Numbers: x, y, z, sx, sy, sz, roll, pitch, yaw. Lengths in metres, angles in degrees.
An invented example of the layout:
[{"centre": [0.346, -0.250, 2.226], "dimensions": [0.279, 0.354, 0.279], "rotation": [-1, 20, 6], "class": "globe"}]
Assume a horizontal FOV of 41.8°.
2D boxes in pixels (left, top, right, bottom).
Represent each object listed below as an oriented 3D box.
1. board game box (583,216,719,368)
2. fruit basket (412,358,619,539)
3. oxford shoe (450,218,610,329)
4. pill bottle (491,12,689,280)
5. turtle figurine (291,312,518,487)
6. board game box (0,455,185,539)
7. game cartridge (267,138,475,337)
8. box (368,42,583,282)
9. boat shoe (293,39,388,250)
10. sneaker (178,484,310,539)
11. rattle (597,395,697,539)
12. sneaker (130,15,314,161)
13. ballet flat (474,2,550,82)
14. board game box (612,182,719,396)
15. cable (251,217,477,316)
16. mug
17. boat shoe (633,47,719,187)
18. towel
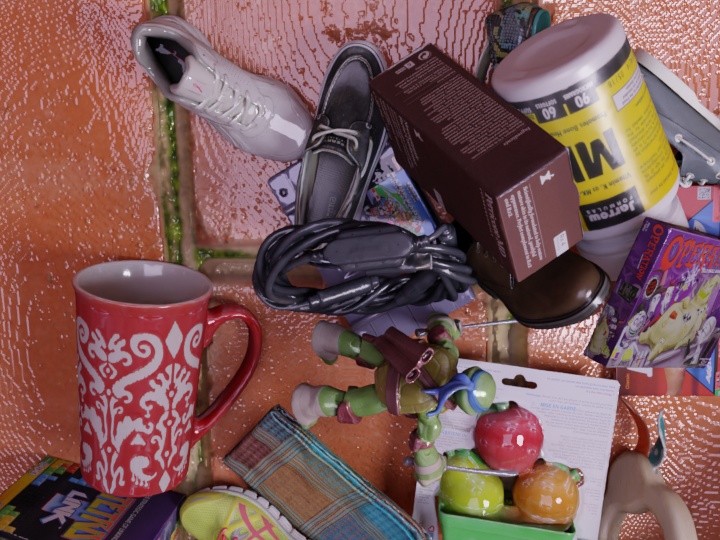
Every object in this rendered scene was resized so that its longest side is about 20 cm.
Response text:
[{"centre": [0.269, 0.025, 0.797], "dimensions": [0.032, 0.198, 0.122], "rotation": [27, 104, 40], "class": "board game box"}, {"centre": [0.147, 0.192, 0.920], "dimensions": [0.182, 0.094, 0.203], "rotation": [6, 93, 6], "class": "fruit basket"}, {"centre": [0.132, -0.006, 0.806], "dimensions": [0.073, 0.199, 0.084], "rotation": [-50, 118, -8], "class": "oxford shoe"}, {"centre": [0.199, -0.099, 0.792], "dimensions": [0.113, 0.115, 0.201], "rotation": [-26, 115, 12], "class": "pill bottle"}, {"centre": [0.050, 0.114, 0.863], "dimensions": [0.191, 0.199, 0.146], "rotation": [5, 98, 30], "class": "turtle figurine"}, {"centre": [-0.280, 0.262, 0.925], "dimensions": [0.163, 0.200, 0.058], "rotation": [13, 102, 3], "class": "board game box"}, {"centre": [0.013, -0.032, 0.910], "dimensions": [0.129, 0.038, 0.202], "rotation": [-28, 97, 16], "class": "game cartridge"}, {"centre": [0.093, -0.094, 0.781], "dimensions": [0.074, 0.200, 0.101], "rotation": [-33, 136, -9], "class": "box"}, {"centre": [-0.015, -0.106, 0.848], "dimensions": [0.071, 0.071, 0.203], "rotation": [10, 97, 10], "class": "boat shoe"}, {"centre": [-0.105, 0.293, 0.952], "dimensions": [0.198, 0.090, 0.079], "rotation": [28, 120, 11], "class": "sneaker"}, {"centre": [0.304, 0.233, 0.915], "dimensions": [0.141, 0.130, 0.203], "rotation": [9, 73, -12], "class": "rattle"}, {"centre": [-0.133, -0.160, 0.866], "dimensions": [0.198, 0.099, 0.079], "rotation": [31, 104, 0], "class": "sneaker"}, {"centre": [0.135, -0.139, 0.862], "dimensions": [0.073, 0.074, 0.203], "rotation": [4, 101, 7], "class": "ballet flat"}, {"centre": [0.292, 0.020, 0.891], "dimensions": [0.101, 0.019, 0.203], "rotation": [-1, 102, 9], "class": "board game box"}, {"centre": [0.000, 0.000, 0.831], "dimensions": [0.197, 0.163, 0.052], "rotation": [-9, 71, 17], "class": "cable"}, {"centre": [-0.196, 0.109, 0.919], "dimensions": [0.175, 0.134, 0.203], "rotation": [9, 106, 7], "class": "mug"}, {"centre": [0.297, -0.107, 0.836], "dimensions": [0.200, 0.073, 0.062], "rotation": [46, 103, 3], "class": "boat shoe"}, {"centre": [-0.039, 0.229, 0.942], "dimensions": [0.199, 0.022, 0.147], "rotation": [41, 137, -2], "class": "towel"}]
